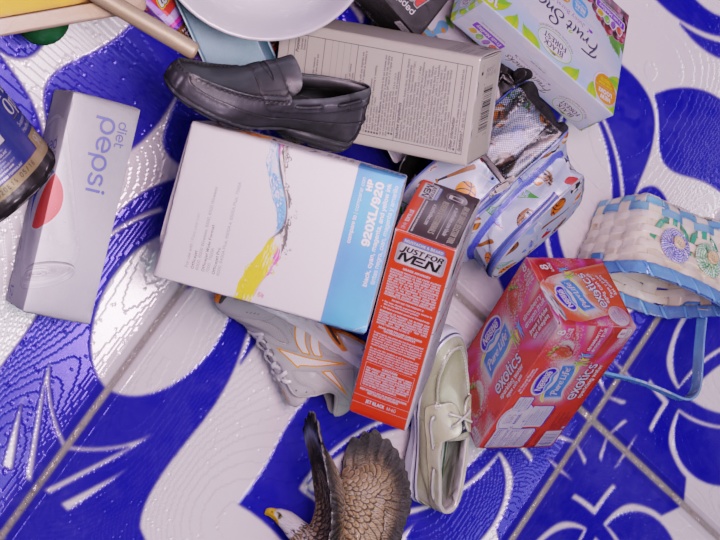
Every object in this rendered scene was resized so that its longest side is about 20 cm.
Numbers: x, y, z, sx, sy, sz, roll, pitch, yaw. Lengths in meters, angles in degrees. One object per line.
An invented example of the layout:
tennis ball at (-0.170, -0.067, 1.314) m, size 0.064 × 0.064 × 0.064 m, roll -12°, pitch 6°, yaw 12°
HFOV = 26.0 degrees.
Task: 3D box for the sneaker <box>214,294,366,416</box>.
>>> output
sneaker at (-0.067, 0.083, 1.538) m, size 0.199 × 0.076 × 0.093 m, roll 29°, pitch 89°, yaw -28°

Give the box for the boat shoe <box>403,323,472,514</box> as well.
boat shoe at (0.090, 0.155, 1.616) m, size 0.071 × 0.062 × 0.202 m, roll -15°, pitch 119°, yaw -39°

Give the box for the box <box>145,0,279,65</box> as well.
box at (-0.107, -0.285, 1.474) m, size 0.137 × 0.039 × 0.201 m, roll 42°, pitch 78°, yaw -26°

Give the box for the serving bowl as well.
serving bowl at (-0.084, -0.308, 1.374) m, size 0.197 × 0.066 × 0.202 m, roll -1°, pitch 122°, yaw -1°

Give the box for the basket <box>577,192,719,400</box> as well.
basket at (0.310, 0.027, 1.691) m, size 0.175 × 0.139 × 0.203 m, roll 17°, pitch 80°, yaw -30°

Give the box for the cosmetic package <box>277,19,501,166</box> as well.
cosmetic package at (0.023, -0.169, 1.451) m, size 0.073 × 0.198 × 0.105 m, roll -31°, pitch 132°, yaw -64°

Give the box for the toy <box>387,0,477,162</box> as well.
toy at (0.069, -0.203, 1.575) m, size 0.199 × 0.047 × 0.116 m, roll -35°, pitch 100°, yaw -26°

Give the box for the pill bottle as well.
pill bottle at (-0.359, -0.137, 1.321) m, size 0.112 × 0.112 × 0.201 m, roll -43°, pitch 116°, yaw -15°

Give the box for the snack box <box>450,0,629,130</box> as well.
snack box at (0.187, -0.258, 1.596) m, size 0.199 × 0.053 × 0.144 m, roll 35°, pitch 53°, yaw -28°

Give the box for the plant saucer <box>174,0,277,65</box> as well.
plant saucer at (-0.142, -0.258, 1.427) m, size 0.070 × 0.019 × 0.202 m, roll -31°, pitch 110°, yaw -20°

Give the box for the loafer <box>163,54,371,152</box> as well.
loafer at (-0.078, -0.159, 1.364) m, size 0.199 × 0.068 × 0.071 m, roll 11°, pitch 120°, yaw -36°

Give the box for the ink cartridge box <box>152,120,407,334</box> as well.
ink cartridge box at (-0.069, -0.043, 1.425) m, size 0.197 × 0.147 × 0.147 m, roll 15°, pitch 95°, yaw 1°

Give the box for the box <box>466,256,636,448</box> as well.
box at (0.183, 0.086, 1.602) m, size 0.099 × 0.096 × 0.201 m, roll 1°, pitch 137°, yaw -28°

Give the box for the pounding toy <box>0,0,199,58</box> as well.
pounding toy at (-0.259, -0.269, 1.336) m, size 0.182 × 0.142 × 0.203 m, roll -15°, pitch 105°, yaw -25°

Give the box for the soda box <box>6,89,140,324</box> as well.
soda box at (-0.261, -0.058, 1.414) m, size 0.068 × 0.063 × 0.203 m, roll 13°, pitch 92°, yaw -29°

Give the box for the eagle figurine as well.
eagle figurine at (-0.029, 0.256, 1.557) m, size 0.150 × 0.152 × 0.202 m, roll 28°, pitch 90°, yaw -8°

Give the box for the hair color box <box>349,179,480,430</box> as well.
hair color box at (0.050, 0.032, 1.453) m, size 0.063 × 0.111 × 0.202 m, roll 19°, pitch 120°, yaw 7°

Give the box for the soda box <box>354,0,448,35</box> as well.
soda box at (-0.002, -0.310, 1.467) m, size 0.200 × 0.063 × 0.071 m, roll 45°, pitch 75°, yaw -26°

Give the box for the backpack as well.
backpack at (0.125, -0.078, 1.552) m, size 0.190 × 0.200 × 0.155 m, roll -35°, pitch 73°, yaw -1°
